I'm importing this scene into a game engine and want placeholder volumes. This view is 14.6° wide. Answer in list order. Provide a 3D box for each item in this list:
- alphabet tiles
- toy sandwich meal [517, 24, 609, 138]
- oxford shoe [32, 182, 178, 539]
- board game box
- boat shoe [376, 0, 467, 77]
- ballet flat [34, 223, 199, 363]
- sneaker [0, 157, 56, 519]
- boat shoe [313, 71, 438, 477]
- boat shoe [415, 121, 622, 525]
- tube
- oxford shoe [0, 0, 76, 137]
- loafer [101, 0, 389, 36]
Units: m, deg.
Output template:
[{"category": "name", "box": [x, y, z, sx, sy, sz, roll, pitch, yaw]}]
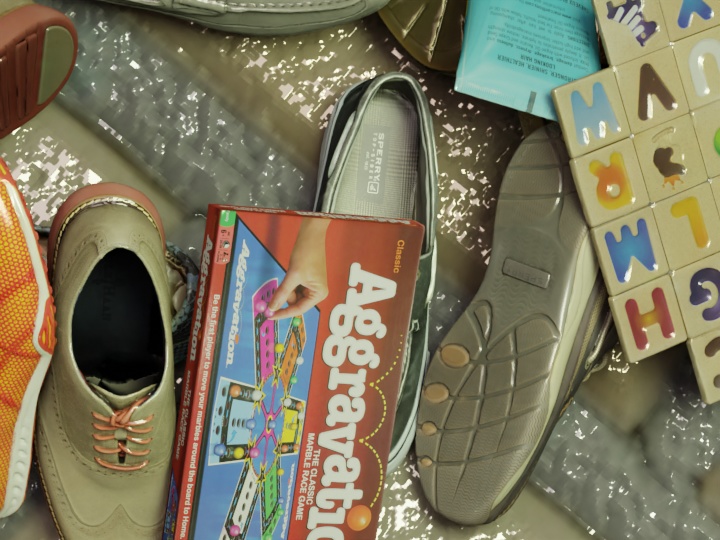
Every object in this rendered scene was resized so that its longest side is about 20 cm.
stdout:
[{"category": "alphabet tiles", "box": [0.176, -0.048, 1.312, 0.166, 0.006, 0.200, -22, 102, -23]}, {"category": "toy sandwich meal", "box": [0.172, -0.102, 1.374, 0.205, 0.070, 0.206, 1, 78, -6]}, {"category": "oxford shoe", "box": [-0.116, 0.065, 1.279, 0.070, 0.075, 0.200, -6, 110, -7]}, {"category": "board game box", "box": [-0.034, 0.072, 1.291, 0.103, 0.019, 0.200, 4, 101, -25]}, {"category": "boat shoe", "box": [0.014, -0.180, 1.397, 0.073, 0.063, 0.201, -37, 75, 10]}, {"category": "ballet flat", "box": [-0.166, 0.002, 1.330, 0.200, 0.074, 0.074, 4, 77, -3]}, {"category": "sneaker", "box": [-0.183, 0.039, 1.263, 0.077, 0.200, 0.073, -8, 33, -28]}, {"category": "boat shoe", "box": [0.000, 0.000, 1.340, 0.072, 0.071, 0.200, 2, 79, -5]}, {"category": "boat shoe", "box": [0.091, 0.030, 1.332, 0.074, 0.073, 0.200, 28, 101, 42]}, {"category": "tube", "box": [0.082, -0.150, 1.338, 0.077, 0.050, 0.200, 12, 49, -12]}, {"category": "oxford shoe", "box": [-0.230, -0.076, 1.324, 0.075, 0.071, 0.200, 34, 48, 30]}, {"category": "loafer", "box": [-0.082, -0.153, 1.351, 0.200, 0.070, 0.070, 4, 86, 12]}]
